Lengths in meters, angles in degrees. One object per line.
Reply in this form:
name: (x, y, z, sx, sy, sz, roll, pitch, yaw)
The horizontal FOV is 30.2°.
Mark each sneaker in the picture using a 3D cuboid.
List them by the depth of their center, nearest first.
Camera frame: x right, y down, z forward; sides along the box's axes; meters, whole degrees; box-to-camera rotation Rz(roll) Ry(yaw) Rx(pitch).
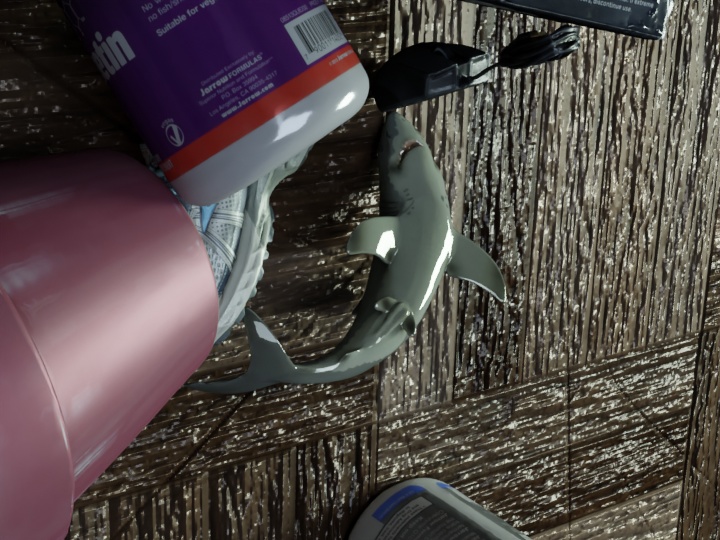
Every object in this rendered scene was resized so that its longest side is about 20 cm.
sneaker: (-0.092, -0.045, 0.740, 0.086, 0.077, 0.202, 23, 84, -28)

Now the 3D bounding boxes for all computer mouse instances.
computer mouse: (0.060, -0.119, 0.743, 0.058, 0.199, 0.034, -17, 96, -25)

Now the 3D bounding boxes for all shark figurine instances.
shark figurine: (0.000, 0.022, 0.817, 0.128, 0.089, 0.215, 44, 60, -12)

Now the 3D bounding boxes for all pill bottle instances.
pill bottle: (-0.088, -0.140, 0.643, 0.112, 0.112, 0.201, -35, 98, -22)
pill bottle: (0.085, 0.226, 0.876, 0.113, 0.199, 0.115, -13, 114, -32)

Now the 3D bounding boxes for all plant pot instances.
plant pot: (-0.172, 0.032, 0.632, 0.178, 0.198, 0.202, -33, 125, -43)

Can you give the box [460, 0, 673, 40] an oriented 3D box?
box: (0.076, -0.241, 0.702, 0.123, 0.199, 0.199, 4, 103, -37)
